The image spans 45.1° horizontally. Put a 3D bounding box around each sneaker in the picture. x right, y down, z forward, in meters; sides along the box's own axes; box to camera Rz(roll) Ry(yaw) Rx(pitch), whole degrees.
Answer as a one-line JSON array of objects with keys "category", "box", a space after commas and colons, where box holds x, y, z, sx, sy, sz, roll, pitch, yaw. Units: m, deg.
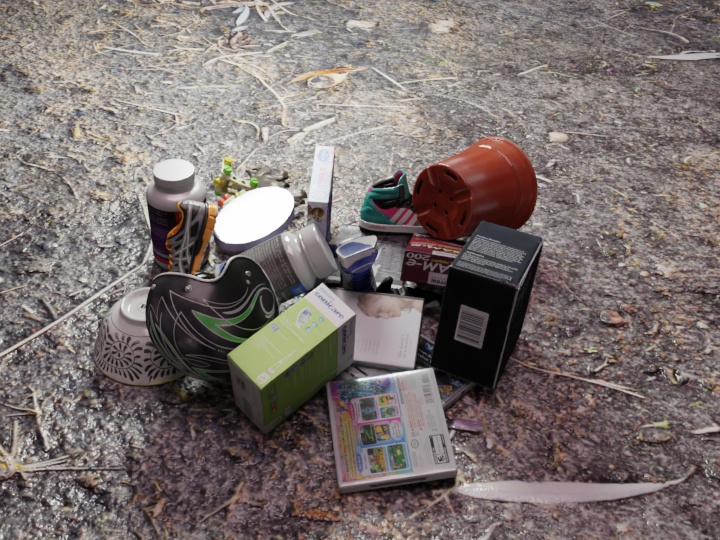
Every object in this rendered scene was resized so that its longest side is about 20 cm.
[{"category": "sneaker", "box": [0.098, -0.145, 1.793, 0.197, 0.122, 0.084, 1, 22, -11]}, {"category": "sneaker", "box": [0.000, 0.000, 1.582, 0.080, 0.117, 0.199, -19, 10, -7]}, {"category": "sneaker", "box": [-0.323, -0.037, 1.586, 0.076, 0.202, 0.078, 18, 7, -16]}]

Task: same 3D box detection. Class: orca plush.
[{"category": "orca plush", "box": [0.064, 0.048, 1.570, 0.197, 0.072, 0.105, -7, 22, 2]}]

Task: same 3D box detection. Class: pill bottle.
[{"category": "pill bottle", "box": [-0.347, -0.105, 1.654, 0.111, 0.202, 0.113, 2, 38, -1]}, {"category": "pill bottle", "box": [-0.149, 0.001, 1.549, 0.198, 0.114, 0.114, -26, 39, 6]}]

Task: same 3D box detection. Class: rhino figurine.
[{"category": "rhino figurine", "box": [-0.193, -0.180, 1.877, 0.087, 0.060, 0.200, -26, 43, -18]}]

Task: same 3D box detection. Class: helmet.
[{"category": "helmet", "box": [-0.243, 0.078, 1.389, 0.199, 0.202, 0.190, 27, 41, 28]}]

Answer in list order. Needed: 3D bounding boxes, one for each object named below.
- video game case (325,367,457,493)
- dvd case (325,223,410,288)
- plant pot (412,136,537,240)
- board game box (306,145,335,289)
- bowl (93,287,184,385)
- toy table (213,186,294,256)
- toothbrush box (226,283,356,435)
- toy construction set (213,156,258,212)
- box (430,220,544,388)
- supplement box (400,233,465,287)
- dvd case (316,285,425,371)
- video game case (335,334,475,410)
[{"category": "video game case", "box": [0.044, 0.245, 1.357, 0.179, 0.024, 0.201, -8, 45, -3]}, {"category": "dvd case", "box": [0.019, -0.023, 1.730, 0.147, 0.016, 0.201, 8, 38, 4]}, {"category": "plant pot", "box": [0.217, -0.152, 1.729, 0.200, 0.203, 0.194, 33, 34, 32]}, {"category": "board game box", "box": [-0.078, -0.104, 1.676, 0.041, 0.202, 0.201, 4, 38, -1]}, {"category": "bowl", "box": [-0.363, 0.093, 1.489, 0.198, 0.095, 0.202, 2, 39, -1]}, {"category": "toy table", "box": [-0.202, -0.062, 1.680, 0.183, 0.118, 0.199, 30, 46, 29]}, {"category": "toothbrush box", "box": [-0.105, 0.140, 1.372, 0.199, 0.146, 0.086, -36, 62, -25]}, {"category": "toy construction set", "box": [-0.282, -0.143, 1.796, 0.131, 0.092, 0.201, 36, 51, 1]}, {"category": "box", "box": [0.216, 0.054, 1.474, 0.123, 0.202, 0.197, 18, 31, 17]}, {"category": "supplement box", "box": [0.139, -0.020, 1.635, 0.107, 0.062, 0.200, 9, 13, 6]}, {"category": "dvd case", "box": [0.007, 0.098, 1.505, 0.197, 0.018, 0.144, 7, 56, 7]}, {"category": "video game case", "box": [0.075, 0.175, 1.478, 0.199, 0.024, 0.181, 31, 46, 32]}]
